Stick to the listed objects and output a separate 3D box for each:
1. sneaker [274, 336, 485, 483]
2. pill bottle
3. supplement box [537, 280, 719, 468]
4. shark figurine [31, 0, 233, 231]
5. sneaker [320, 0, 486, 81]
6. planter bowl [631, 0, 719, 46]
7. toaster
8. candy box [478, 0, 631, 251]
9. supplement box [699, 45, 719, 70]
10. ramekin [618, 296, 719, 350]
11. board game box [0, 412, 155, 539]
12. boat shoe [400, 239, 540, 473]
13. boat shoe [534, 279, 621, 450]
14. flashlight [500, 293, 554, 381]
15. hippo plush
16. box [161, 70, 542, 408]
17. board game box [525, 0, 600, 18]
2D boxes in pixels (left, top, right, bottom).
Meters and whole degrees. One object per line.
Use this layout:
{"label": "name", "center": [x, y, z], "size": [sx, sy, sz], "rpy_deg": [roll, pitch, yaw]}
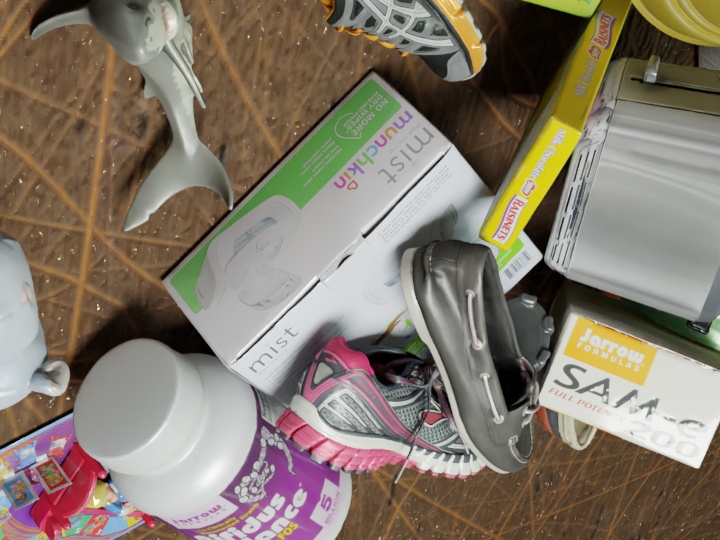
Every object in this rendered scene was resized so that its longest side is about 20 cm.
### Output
{"label": "sneaker", "center": [0.034, 0.090, 0.996], "size": [0.200, 0.081, 0.075], "rpy_deg": [8, 111, -53]}
{"label": "pill bottle", "center": [-0.098, 0.123, 1.003], "size": [0.112, 0.112, 0.200], "rpy_deg": [-45, 139, 3]}
{"label": "supplement box", "center": [0.200, 0.073, 1.132], "size": [0.200, 0.126, 0.074], "rpy_deg": [-41, 152, -81]}
{"label": "shark figurine", "center": [-0.129, -0.115, 0.816], "size": [0.089, 0.128, 0.215], "rpy_deg": [-10, 158, -2]}
{"label": "sneaker", "center": [0.011, -0.168, 0.884], "size": [0.077, 0.078, 0.200], "rpy_deg": [-34, 142, 10]}
{"label": "planter bowl", "center": [0.265, -0.207, 0.929], "size": [0.200, 0.084, 0.201], "rpy_deg": [-8, 130, -10]}
{"label": "toaster", "center": [0.207, -0.054, 1.039], "size": [0.114, 0.129, 0.200], "rpy_deg": [-64, 168, -48]}
{"label": "candy box", "center": [0.131, -0.104, 0.985], "size": [0.102, 0.026, 0.200], "rpy_deg": [-64, 178, 38]}
{"label": "supplement box", "center": [0.324, -0.199, 1.128], "size": [0.126, 0.074, 0.200], "rpy_deg": [-33, 144, -12]}
{"label": "ramekin", "center": [0.292, -0.019, 1.195], "size": [0.200, 0.200, 0.098], "rpy_deg": [-3, 121, -42]}
{"label": "board game box", "center": [-0.177, 0.158, 1.056], "size": [0.200, 0.039, 0.158], "rpy_deg": [-27, 141, -20]}
{"label": "boat shoe", "center": [0.086, 0.061, 0.975], "size": [0.057, 0.067, 0.200], "rpy_deg": [-9, 129, 25]}
{"label": "boat shoe", "center": [0.198, 0.069, 1.304], "size": [0.071, 0.063, 0.200], "rpy_deg": [-14, 135, -31]}
{"label": "flashlight", "center": [0.107, 0.060, 1.137], "size": [0.068, 0.068, 0.200], "rpy_deg": [-31, 170, -10]}
{"label": "hippo plush", "center": [-0.235, 0.064, 0.805], "size": [0.161, 0.159, 0.200], "rpy_deg": [-21, 139, -26]}
{"label": "box", "center": [0.000, 0.000, 1.015], "size": [0.200, 0.097, 0.176], "rpy_deg": [-45, 144, 3]}
{"label": "board game box", "center": [0.149, -0.262, 0.932], "size": [0.101, 0.048, 0.200], "rpy_deg": [3, 124, -46]}
